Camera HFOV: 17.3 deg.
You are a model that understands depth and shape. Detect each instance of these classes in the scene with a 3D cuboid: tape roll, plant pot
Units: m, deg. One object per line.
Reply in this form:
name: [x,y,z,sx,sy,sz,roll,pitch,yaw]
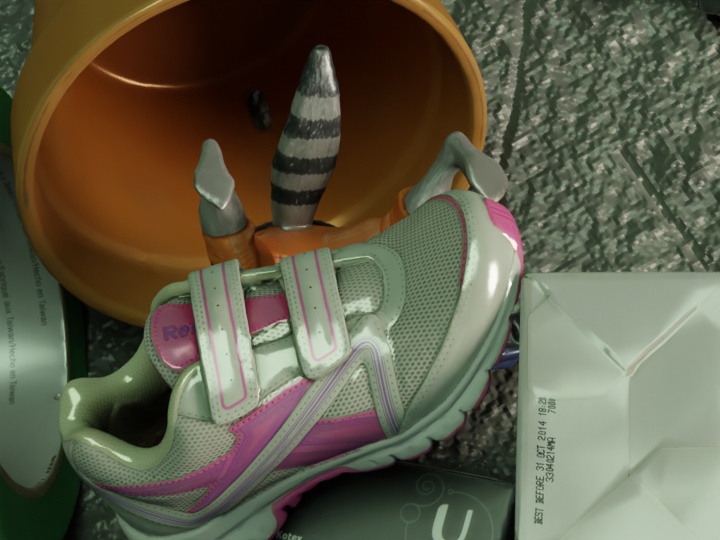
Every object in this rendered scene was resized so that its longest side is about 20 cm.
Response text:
tape roll: [-0.164,0.023,0.975,0.048,0.200,0.201,-7,65,9]
plant pot: [-0.061,-0.091,1.019,0.200,0.200,0.140,-23,48,2]

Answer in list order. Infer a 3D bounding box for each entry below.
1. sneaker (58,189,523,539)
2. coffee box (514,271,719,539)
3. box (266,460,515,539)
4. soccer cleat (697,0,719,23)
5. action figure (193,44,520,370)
sneaker: [-0.030,0.035,0.855,0.200,0.088,0.081,-39,40,17]
coffee box: [0.108,0.091,0.885,0.080,0.200,0.115,-1,67,11]
box: [-0.001,0.183,0.911,0.106,0.122,0.200,10,69,18]
soccer cleat: [0.194,-0.146,1.054,0.200,0.068,0.081,12,87,18]
action figure: [0.000,0.000,0.966,0.200,0.194,0.105,-14,64,-21]
